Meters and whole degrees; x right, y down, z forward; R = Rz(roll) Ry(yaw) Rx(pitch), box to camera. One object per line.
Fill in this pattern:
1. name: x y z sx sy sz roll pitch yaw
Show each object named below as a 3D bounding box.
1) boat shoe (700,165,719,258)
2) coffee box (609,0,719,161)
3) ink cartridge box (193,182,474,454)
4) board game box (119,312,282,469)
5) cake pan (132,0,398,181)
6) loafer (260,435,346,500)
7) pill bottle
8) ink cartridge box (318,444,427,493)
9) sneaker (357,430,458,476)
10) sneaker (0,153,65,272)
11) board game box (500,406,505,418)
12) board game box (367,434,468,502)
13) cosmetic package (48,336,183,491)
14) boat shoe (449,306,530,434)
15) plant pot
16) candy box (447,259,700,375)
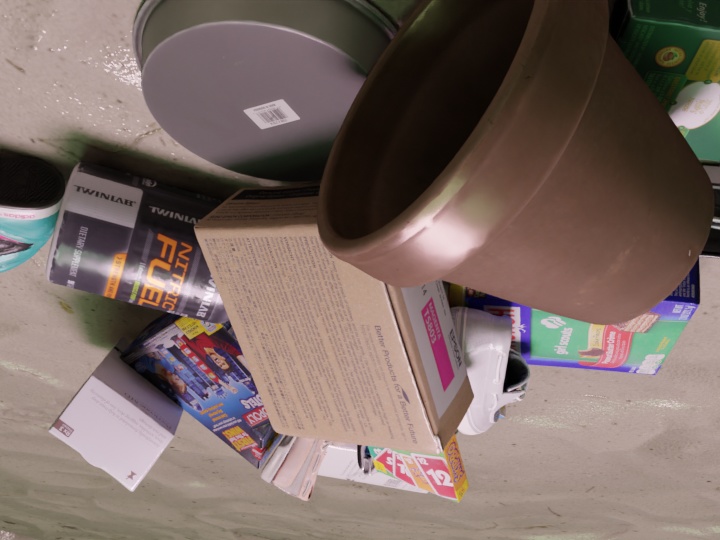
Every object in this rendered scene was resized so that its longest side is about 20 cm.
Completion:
1. boat shoe: 0.210 -0.037 0.693 0.198 0.068 0.074 6 152 4
2. coffee box: 0.244 -0.115 0.562 0.199 0.044 0.123 8 152 2
3. ink cartridge box: -0.017 0.035 0.708 0.164 0.075 0.201 0 120 33
4. board game box: -0.136 0.120 1.003 0.200 0.062 0.200 48 139 -13
5. cake pan: -0.061 -0.124 0.635 0.199 0.037 0.201 6 153 3
6. loafer: -0.037 0.168 0.968 0.063 0.072 0.200 37 125 3
7. pill bottle: -0.157 -0.017 0.789 0.199 0.107 0.106 15 152 -15
8. ink cartridge box: 0.014 0.230 1.236 0.199 0.085 0.146 10 152 -8
9. sneaker: 0.068 0.163 0.959 0.086 0.075 0.200 2 159 -22
10. sneaker: -0.360 -0.055 0.803 0.199 0.084 0.121 12 143 -10
11. board game box: 0.041 0.141 1.018 0.199 0.034 0.134 -17 146 38
12. board game box: 0.037 0.127 0.830 0.095 0.030 0.201 14 135 33
13. cosmetic package: -0.264 0.155 1.038 0.113 0.081 0.200 38 -179 -11
14. boat shoe: 0.115 0.091 0.808 0.068 0.072 0.200 2 145 15
15. plant pot: 0.098 -0.058 0.521 0.174 0.201 0.200 29 146 -23
16. candy box: 0.176 0.023 0.807 0.199 0.077 0.169 5 154 8
